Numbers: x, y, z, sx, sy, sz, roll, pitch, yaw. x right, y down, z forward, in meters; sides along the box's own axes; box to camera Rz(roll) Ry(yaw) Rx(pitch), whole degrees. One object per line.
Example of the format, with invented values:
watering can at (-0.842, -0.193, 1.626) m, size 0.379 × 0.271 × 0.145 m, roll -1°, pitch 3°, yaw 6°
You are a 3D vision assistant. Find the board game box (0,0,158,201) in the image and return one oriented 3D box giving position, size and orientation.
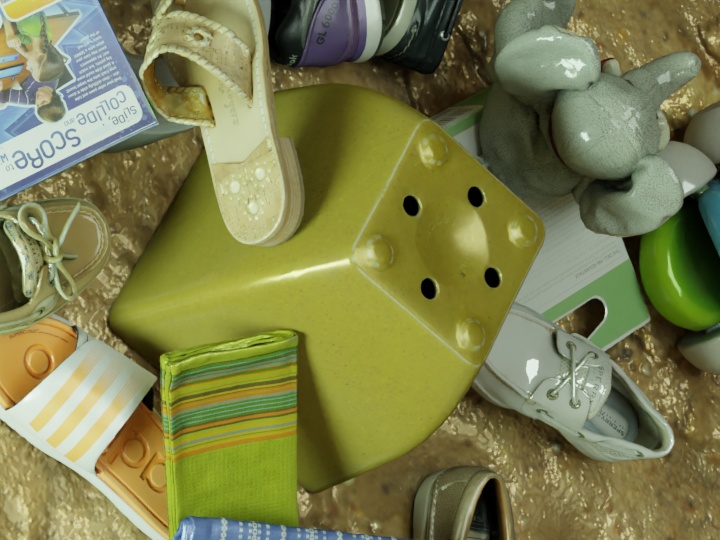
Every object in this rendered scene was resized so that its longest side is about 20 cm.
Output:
board game box at (-0.238, -0.103, 1.544) m, size 0.199 × 0.034 × 0.136 m, roll -26°, pitch 96°, yaw -10°

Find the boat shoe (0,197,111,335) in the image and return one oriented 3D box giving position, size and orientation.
boat shoe at (-0.221, 0.006, 1.538) m, size 0.200 × 0.063 × 0.074 m, roll -28°, pitch 94°, yaw -37°

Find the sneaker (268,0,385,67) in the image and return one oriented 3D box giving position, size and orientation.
sneaker at (-0.044, -0.236, 1.742) m, size 0.087 × 0.076 × 0.201 m, roll -9°, pitch 85°, yaw -30°

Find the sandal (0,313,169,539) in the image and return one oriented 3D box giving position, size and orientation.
sandal at (-0.146, 0.095, 1.604) m, size 0.207 × 0.059 × 0.079 m, roll 43°, pitch 59°, yaw -20°

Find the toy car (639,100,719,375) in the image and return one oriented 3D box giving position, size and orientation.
toy car at (0.293, -0.033, 1.889) m, size 0.200 × 0.150 × 0.176 m, roll -32°, pitch 99°, yaw -36°

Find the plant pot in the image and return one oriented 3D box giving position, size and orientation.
plant pot at (0.000, 0.000, 1.643) m, size 0.194 × 0.200 × 0.196 m, roll 41°, pitch 61°, yaw -22°

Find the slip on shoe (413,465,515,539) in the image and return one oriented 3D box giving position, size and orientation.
slip on shoe at (0.073, 0.230, 1.732) m, size 0.076 × 0.060 × 0.201 m, roll 13°, pitch 73°, yaw -33°

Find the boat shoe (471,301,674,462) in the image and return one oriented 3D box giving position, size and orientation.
boat shoe at (0.143, 0.074, 1.769) m, size 0.200 × 0.069 × 0.071 m, roll 31°, pitch 74°, yaw -38°

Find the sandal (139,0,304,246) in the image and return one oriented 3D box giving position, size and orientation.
sandal at (-0.097, -0.115, 1.557) m, size 0.069 × 0.077 × 0.213 m, roll 8°, pitch 55°, yaw -52°

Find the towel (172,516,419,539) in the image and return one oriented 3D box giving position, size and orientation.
towel at (-0.048, 0.229, 1.638) m, size 0.199 × 0.024 × 0.146 m, roll 10°, pitch 99°, yaw -35°

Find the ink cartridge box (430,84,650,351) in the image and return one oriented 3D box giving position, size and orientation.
ink cartridge box at (0.115, -0.028, 1.826) m, size 0.145 × 0.048 × 0.201 m, roll -30°, pitch 108°, yaw -36°

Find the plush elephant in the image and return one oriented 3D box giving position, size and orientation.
plush elephant at (0.154, -0.106, 1.733) m, size 0.200 × 0.154 × 0.165 m, roll -42°, pitch 112°, yaw -32°

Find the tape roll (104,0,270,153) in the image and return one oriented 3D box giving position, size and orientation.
tape roll at (-0.156, -0.178, 1.652) m, size 0.199 × 0.066 × 0.201 m, roll 8°, pitch 76°, yaw -33°

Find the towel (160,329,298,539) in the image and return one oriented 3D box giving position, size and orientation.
towel at (-0.077, 0.131, 1.595) m, size 0.086 × 0.018 × 0.201 m, roll -11°, pitch 121°, yaw -18°

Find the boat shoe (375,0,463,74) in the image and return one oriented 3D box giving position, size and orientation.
boat shoe at (0.062, -0.226, 1.813) m, size 0.066 × 0.074 × 0.200 m, roll 32°, pitch 64°, yaw -29°
